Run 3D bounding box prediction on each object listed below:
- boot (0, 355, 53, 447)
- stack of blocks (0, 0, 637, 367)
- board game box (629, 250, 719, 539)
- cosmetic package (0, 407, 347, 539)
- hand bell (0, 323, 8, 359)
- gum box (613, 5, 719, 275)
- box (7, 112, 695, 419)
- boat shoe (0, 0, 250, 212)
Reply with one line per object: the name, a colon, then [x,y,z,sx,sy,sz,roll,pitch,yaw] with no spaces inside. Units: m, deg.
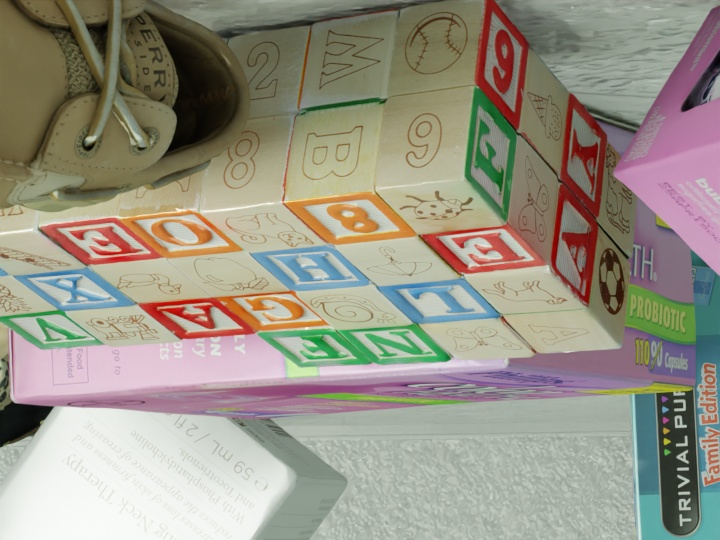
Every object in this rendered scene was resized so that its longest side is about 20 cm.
boot: [-0.293,0.089,1.728,0.202,0.074,0.154,-9,169,20]
stack of blocks: [-0.029,-0.018,0.761,0.199,0.059,0.115,-5,153,28]
board game box: [0.142,0.067,1.091,0.047,0.201,0.151,-3,173,7]
cosmetic package: [-0.142,0.173,1.687,0.167,0.200,0.166,36,-178,12]
hand bell: [-0.200,0.077,0.964,0.104,0.201,0.104,28,-170,-5]
gum box: [0.174,-0.003,0.678,0.200,0.066,0.113,41,156,-18]
box: [0.000,0.000,0.916,0.199,0.097,0.176,-6,172,27]
boat shoe: [-0.078,-0.051,0.600,0.064,0.072,0.200,-10,180,12]
